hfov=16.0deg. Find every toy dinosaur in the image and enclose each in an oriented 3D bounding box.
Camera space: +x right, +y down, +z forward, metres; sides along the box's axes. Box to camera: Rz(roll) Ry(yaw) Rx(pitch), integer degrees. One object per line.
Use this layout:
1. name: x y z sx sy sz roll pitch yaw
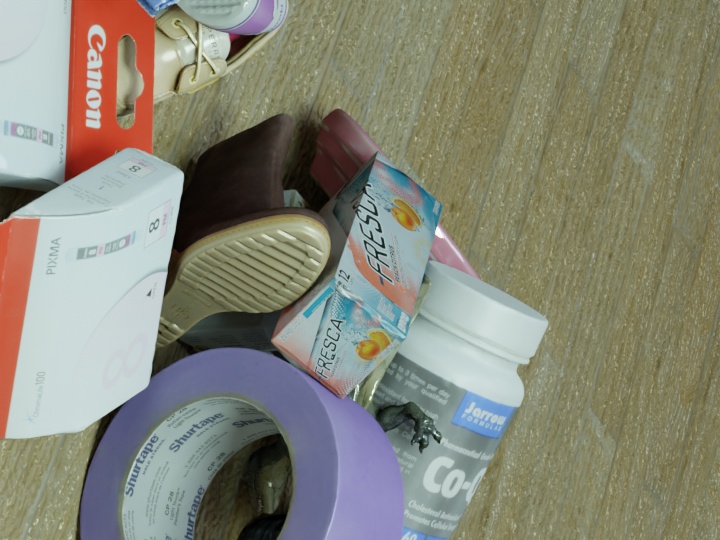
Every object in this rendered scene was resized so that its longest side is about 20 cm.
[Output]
1. toy dinosaur: -0.001 0.102 1.701 0.200 0.088 0.047 -48 151 10

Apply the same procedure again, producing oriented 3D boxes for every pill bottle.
1. pill bottle: 0.043 0.101 1.766 0.114 0.114 0.200 16 103 -56

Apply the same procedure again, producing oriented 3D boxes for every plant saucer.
1. plant saucer: 0.026 -0.027 1.884 0.051 0.201 0.201 -39 132 -2

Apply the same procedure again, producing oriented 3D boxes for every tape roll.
1. tape roll: -0.077 0.156 1.649 0.085 0.200 0.200 33 60 -52

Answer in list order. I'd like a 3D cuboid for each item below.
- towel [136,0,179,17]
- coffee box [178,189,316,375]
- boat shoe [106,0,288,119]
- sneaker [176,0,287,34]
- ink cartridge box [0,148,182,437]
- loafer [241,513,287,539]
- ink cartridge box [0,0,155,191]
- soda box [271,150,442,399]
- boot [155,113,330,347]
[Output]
1. towel: -0.096 -0.265 1.626 0.200 0.145 0.024 -36 166 -18
2. coffee box: -0.040 0.044 1.830 0.200 0.080 0.113 48 48 -45
3. boat shoe: -0.118 -0.158 1.734 0.200 0.069 0.074 -42 123 -50
4. sneaker: -0.122 -0.234 1.694 0.201 0.073 0.114 57 16 11
5. ink cartridge box: -0.189 0.032 1.555 0.200 0.057 0.163 -41 149 -56
6. loafer: -0.006 0.197 1.879 0.200 0.072 0.073 -24 108 -56
7. ink cartridge box: -0.195 -0.132 1.591 0.200 0.057 0.163 7 81 -39
8. soda box: 0.000 0.000 1.694 0.064 0.068 0.200 40 26 -12
9. boot: -0.074 -0.045 1.687 0.072 0.200 0.166 37 51 -24
